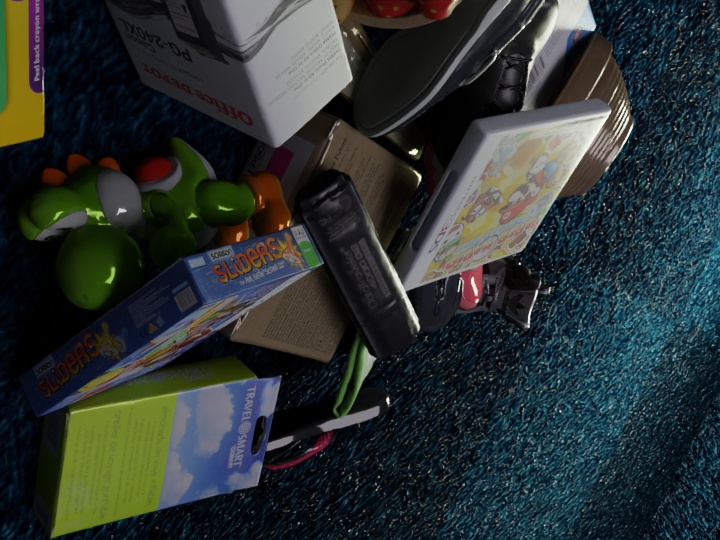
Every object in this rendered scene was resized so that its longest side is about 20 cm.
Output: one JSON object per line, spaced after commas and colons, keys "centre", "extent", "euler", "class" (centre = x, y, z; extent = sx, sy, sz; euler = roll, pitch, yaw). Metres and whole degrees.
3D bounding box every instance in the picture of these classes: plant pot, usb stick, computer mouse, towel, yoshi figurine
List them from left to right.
{"centre": [-0.149, -0.021, 0.744], "extent": [0.198, 0.112, 0.114], "euler": [-8, 131, -44], "class": "yoshi figurine"}
{"centre": [0.000, 0.000, 0.868], "extent": [0.055, 0.033, 0.201], "euler": [-34, 132, -8], "class": "usb stick"}
{"centre": [0.024, 0.049, 1.036], "extent": [0.200, 0.030, 0.151], "euler": [-54, 161, -69], "class": "towel"}
{"centre": [0.086, -0.004, 1.030], "extent": [0.058, 0.034, 0.202], "euler": [1, 136, -10], "class": "computer mouse"}
{"centre": [0.231, -0.149, 1.114], "extent": [0.202, 0.092, 0.201], "euler": [-57, -178, 3], "class": "plant pot"}

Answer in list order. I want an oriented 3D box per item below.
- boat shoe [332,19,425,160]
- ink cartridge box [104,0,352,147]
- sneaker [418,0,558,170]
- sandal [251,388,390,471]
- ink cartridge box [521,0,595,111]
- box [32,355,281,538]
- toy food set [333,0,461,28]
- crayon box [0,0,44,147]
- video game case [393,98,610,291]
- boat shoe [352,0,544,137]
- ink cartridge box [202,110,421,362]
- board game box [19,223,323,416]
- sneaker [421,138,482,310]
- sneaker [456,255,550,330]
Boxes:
{"centre": [0.014, -0.161, 0.898], "extent": [0.067, 0.074, 0.200], "euler": [-55, 148, 0], "class": "boat shoe"}
{"centre": [-0.099, -0.192, 0.642], "extent": [0.083, 0.144, 0.201], "euler": [-46, 145, -23], "class": "ink cartridge box"}
{"centre": [0.120, -0.162, 0.903], "extent": [0.075, 0.092, 0.201], "euler": [1, 146, -23], "class": "sneaker"}
{"centre": [-0.058, 0.162, 0.995], "extent": [0.197, 0.075, 0.046], "euler": [-12, 104, -25], "class": "sandal"}
{"centre": [0.144, -0.254, 1.002], "extent": [0.146, 0.084, 0.200], "euler": [-56, 148, -8], "class": "ink cartridge box"}
{"centre": [-0.168, 0.143, 0.862], "extent": [0.198, 0.048, 0.124], "euler": [-6, 119, -40], "class": "box"}
{"centre": [-0.017, -0.233, 0.688], "extent": [0.049, 0.197, 0.199], "euler": [-63, 154, -25], "class": "toy food set"}
{"centre": [-0.254, -0.154, 0.534], "extent": [0.171, 0.058, 0.203], "euler": [-22, 131, -44], "class": "crayon box"}
{"centre": [0.129, -0.070, 0.942], "extent": [0.198, 0.023, 0.183], "euler": [-18, 145, -45], "class": "video game case"}
{"centre": [0.074, -0.175, 0.804], "extent": [0.060, 0.076, 0.200], "euler": [11, 137, -46], "class": "boat shoe"}
{"centre": [-0.048, -0.031, 0.907], "extent": [0.164, 0.075, 0.202], "euler": [24, 95, -58], "class": "ink cartridge box"}
{"centre": [-0.137, 0.036, 0.741], "extent": [0.199, 0.035, 0.135], "euler": [-32, 174, 33], "class": "board game box"}
{"centre": [0.117, -0.048, 1.074], "extent": [0.074, 0.086, 0.203], "euler": [-35, 124, -50], "class": "sneaker"}
{"centre": [0.141, 0.025, 1.183], "extent": [0.199, 0.113, 0.077], "euler": [-21, 131, -46], "class": "sneaker"}
